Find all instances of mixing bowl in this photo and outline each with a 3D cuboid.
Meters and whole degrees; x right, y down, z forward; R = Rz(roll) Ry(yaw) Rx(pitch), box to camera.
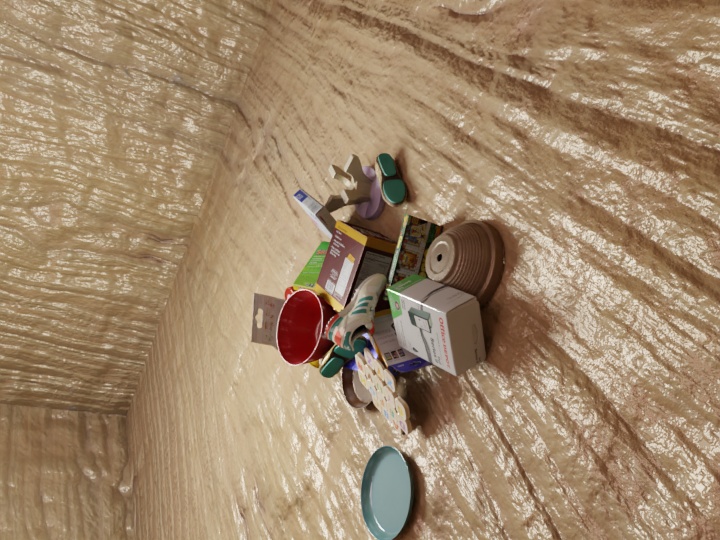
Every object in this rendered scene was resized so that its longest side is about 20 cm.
[{"bbox_3d":[-0.124,0.158,1.697,0.199,0.108,0.203,-19,64,44],"label":"mixing bowl"}]

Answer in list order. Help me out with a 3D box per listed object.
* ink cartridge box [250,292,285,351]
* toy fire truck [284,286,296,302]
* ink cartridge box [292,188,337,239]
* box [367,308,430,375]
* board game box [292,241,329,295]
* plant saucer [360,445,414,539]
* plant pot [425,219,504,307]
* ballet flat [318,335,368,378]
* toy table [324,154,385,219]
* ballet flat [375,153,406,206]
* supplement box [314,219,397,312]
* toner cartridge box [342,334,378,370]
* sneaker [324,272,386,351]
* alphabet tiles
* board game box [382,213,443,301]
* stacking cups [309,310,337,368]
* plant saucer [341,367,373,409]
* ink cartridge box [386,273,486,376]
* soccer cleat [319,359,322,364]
[{"bbox_3d":[-0.246,0.167,1.942,0.047,0.198,0.162,-35,48,48],"label":"ink cartridge box"},{"bbox_3d":[-0.125,0.106,1.879,0.199,0.111,0.170,-28,80,51],"label":"toy fire truck"},{"bbox_3d":[-0.093,-0.127,1.815,0.043,0.200,0.196,-41,31,-5],"label":"ink cartridge box"},{"bbox_3d":[0.090,0.162,1.440,0.201,0.118,0.042,-117,18,-49],"label":"box"},{"bbox_3d":[-0.107,-0.010,1.824,0.030,0.094,0.201,81,-152,-43],"label":"board game box"},{"bbox_3d":[0.063,0.497,1.433,0.200,0.027,0.202,-35,48,51],"label":"plant saucer"},{"bbox_3d":[0.201,-0.016,1.352,0.200,0.092,0.203,-33,50,52],"label":"plant pot"},{"bbox_3d":[-0.046,0.193,1.568,0.200,0.068,0.064,-45,28,41],"label":"ballet flat"},{"bbox_3d":[-0.017,-0.231,1.807,0.185,0.116,0.200,-66,31,17],"label":"toy table"},{"bbox_3d":[0.080,-0.227,1.704,0.066,0.070,0.202,96,169,-50],"label":"ballet flat"},{"bbox_3d":[0.000,0.000,1.655,0.197,0.132,0.202,35,108,60],"label":"supplement box"},{"bbox_3d":[0.006,0.201,1.581,0.199,0.043,0.096,0,77,60],"label":"toner cartridge box"},{"bbox_3d":[0.012,0.099,1.455,0.093,0.071,0.200,32,70,30],"label":"sneaker"},{"bbox_3d":[0.049,0.273,1.434,0.200,0.014,0.197,42,152,43],"label":"alphabet tiles"},{"bbox_3d":[0.122,-0.019,1.480,0.023,0.104,0.202,15,92,57],"label":"board game box"},{"bbox_3d":[-0.086,0.181,1.799,0.201,0.060,0.061,-62,32,23],"label":"stacking cups"},{"bbox_3d":[0.015,0.250,1.619,0.200,0.034,0.203,-34,49,49],"label":"plant saucer"},{"bbox_3d":[0.153,0.107,1.310,0.199,0.083,0.148,21,130,55],"label":"ink cartridge box"},{"bbox_3d":[-0.055,0.196,1.735,0.201,0.068,0.085,-61,31,18],"label":"soccer cleat"}]
